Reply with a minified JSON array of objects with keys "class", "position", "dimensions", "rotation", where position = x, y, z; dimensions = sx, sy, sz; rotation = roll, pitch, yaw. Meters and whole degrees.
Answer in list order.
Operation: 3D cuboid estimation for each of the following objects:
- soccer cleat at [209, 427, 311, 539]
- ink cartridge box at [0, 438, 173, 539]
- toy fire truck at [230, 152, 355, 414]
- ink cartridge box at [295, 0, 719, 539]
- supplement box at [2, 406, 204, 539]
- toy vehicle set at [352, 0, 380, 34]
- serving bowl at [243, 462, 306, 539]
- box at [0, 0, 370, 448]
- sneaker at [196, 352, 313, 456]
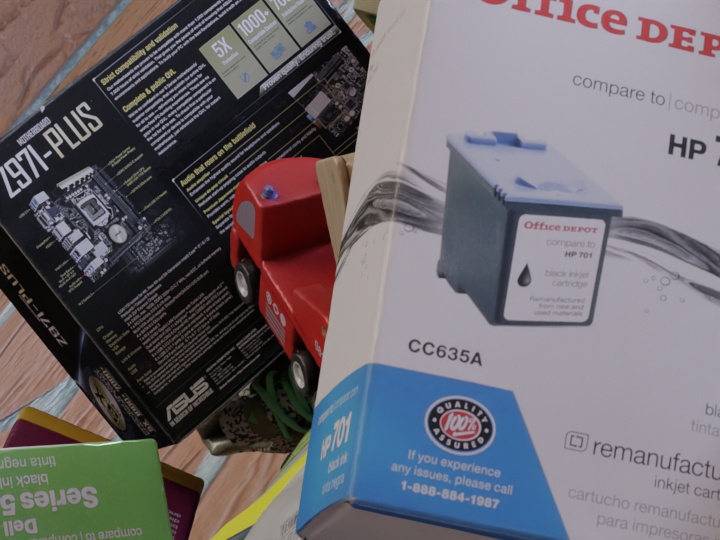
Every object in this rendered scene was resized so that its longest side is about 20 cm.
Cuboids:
[{"class":"soccer cleat","position":[-0.022,0.125,1.113],"dimensions":[0.083,0.065,0.201],"rotation":[-22,25,47]},{"class":"ink cartridge box","position":[-0.130,0.180,0.961],"dimensions":[0.084,0.202,0.145],"rotation":[-1,-16,-36]},{"class":"toy fire truck","position":[0.000,0.000,1.065],"dimensions":[0.048,0.142,0.200],"rotation":[-14,45,-20]},{"class":"ink cartridge box","position":[0.069,0.002,0.848],"dimensions":[0.086,0.145,0.202],"rotation":[133,148,-72]},{"class":"supplement box","position":[-0.152,0.175,1.165],"dimensions":[0.200,0.103,0.132],"rotation":[-80,13,-68]},{"class":"toy vehicle set","position":[0.068,-0.128,1.366],"dimensions":[0.200,0.123,0.027],"rotation":[14,-89,-83]},{"class":"serving bowl","position":[-0.010,0.129,0.958],"dimensions":[0.200,0.066,0.201],"rotation":[-50,18,23]},{"class":"box","position":[-0.077,-0.037,1.212],"dimensions":[0.200,0.164,0.086],"rotation":[-41,6,-19]},{"class":"sneaker","position":[-0.024,0.064,1.246],"dimensions":[0.088,0.077,0.200],"rotation":[-32,-1,-27]}]
